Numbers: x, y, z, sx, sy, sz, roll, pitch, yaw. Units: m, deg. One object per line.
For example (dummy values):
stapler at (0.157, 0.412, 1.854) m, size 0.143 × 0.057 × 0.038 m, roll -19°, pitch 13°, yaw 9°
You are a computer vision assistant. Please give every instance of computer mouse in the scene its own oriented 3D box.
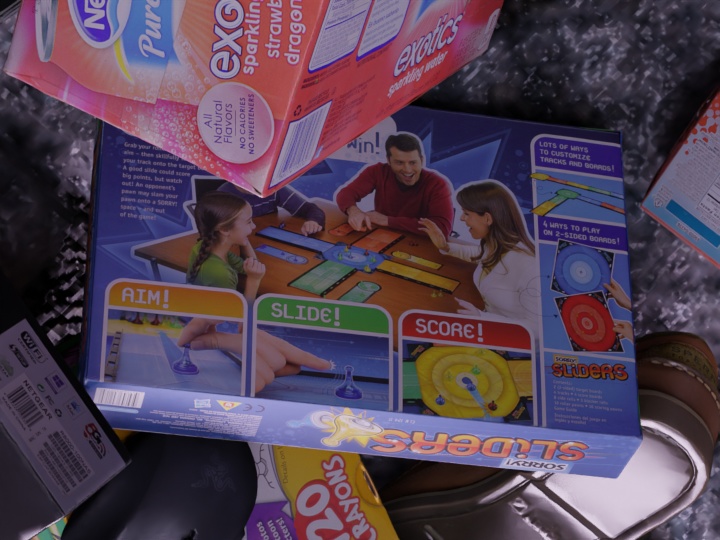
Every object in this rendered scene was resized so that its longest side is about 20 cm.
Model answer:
computer mouse at (-0.091, 0.139, 0.868) m, size 0.059 × 0.034 × 0.200 m, roll 32°, pitch 74°, yaw -25°

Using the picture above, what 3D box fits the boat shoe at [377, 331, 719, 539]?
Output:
boat shoe at (0.065, 0.088, 0.997) m, size 0.200 × 0.068 × 0.072 m, roll -27°, pitch 116°, yaw 33°

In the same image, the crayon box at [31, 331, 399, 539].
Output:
crayon box at (-0.053, 0.108, 0.942) m, size 0.119 × 0.058 × 0.200 m, roll -31°, pitch 103°, yaw -26°

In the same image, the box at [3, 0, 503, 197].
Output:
box at (-0.017, -0.111, 0.797) m, size 0.094 × 0.200 × 0.103 m, roll 26°, pitch 116°, yaw 13°

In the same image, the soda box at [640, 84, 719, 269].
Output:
soda box at (0.204, 0.007, 0.916) m, size 0.200 × 0.068 × 0.064 m, roll 40°, pitch 112°, yaw 15°

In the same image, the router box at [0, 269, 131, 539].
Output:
router box at (-0.197, 0.029, 0.855) m, size 0.157 × 0.052 × 0.200 m, roll -33°, pitch 93°, yaw 29°

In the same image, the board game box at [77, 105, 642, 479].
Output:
board game box at (0.000, 0.000, 0.907) m, size 0.199 × 0.136 × 0.034 m, roll 7°, pitch 147°, yaw -10°

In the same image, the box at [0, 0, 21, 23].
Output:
box at (-0.195, -0.147, 0.808) m, size 0.200 × 0.044 × 0.160 m, roll 37°, pitch 143°, yaw -22°
